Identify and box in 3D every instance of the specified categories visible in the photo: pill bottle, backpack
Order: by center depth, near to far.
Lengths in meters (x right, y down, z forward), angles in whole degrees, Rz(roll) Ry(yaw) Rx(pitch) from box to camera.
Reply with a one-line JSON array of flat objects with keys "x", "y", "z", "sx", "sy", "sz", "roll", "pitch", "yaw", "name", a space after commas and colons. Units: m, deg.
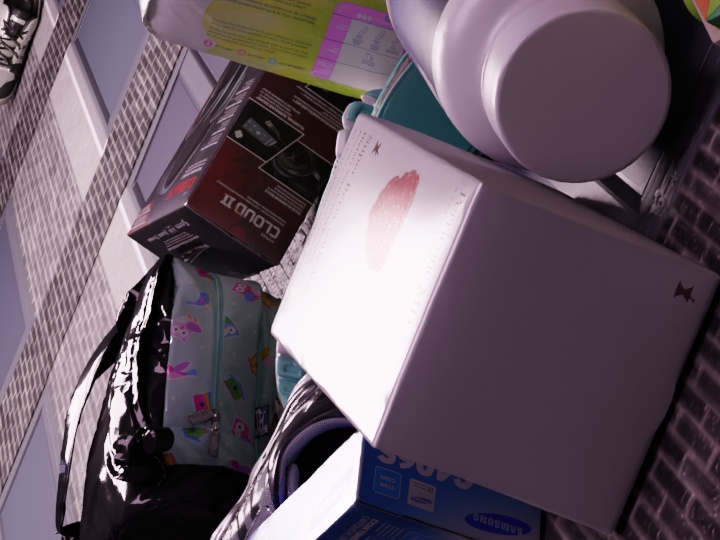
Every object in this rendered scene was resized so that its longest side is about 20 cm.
[{"x": 0.082, "y": -0.114, "z": 1.052, "sx": 0.112, "sy": 0.111, "sz": 0.200, "roll": -65, "pitch": 19, "yaw": 17, "name": "pill bottle"}, {"x": -0.107, "y": 0.095, "z": 1.366, "sx": 0.167, "sy": 0.126, "sz": 0.201, "roll": -45, "pitch": 32, "yaw": 47, "name": "backpack"}]

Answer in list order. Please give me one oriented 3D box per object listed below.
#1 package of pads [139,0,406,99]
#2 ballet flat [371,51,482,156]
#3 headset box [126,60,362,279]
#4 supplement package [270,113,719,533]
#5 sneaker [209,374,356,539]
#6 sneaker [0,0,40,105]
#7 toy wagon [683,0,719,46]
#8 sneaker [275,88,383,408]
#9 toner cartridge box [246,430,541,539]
[{"x": -0.038, "y": -0.166, "z": 1.314, "sx": 0.155, "sy": 0.199, "sz": 0.069, "roll": -109, "pitch": 36, "yaw": -63, "name": "package of pads"}, {"x": 0.059, "y": -0.122, "z": 1.223, "sx": 0.070, "sy": 0.067, "sz": 0.201, "roll": -61, "pitch": -4, "yaw": -80, "name": "ballet flat"}, {"x": -0.069, "y": -0.079, "z": 1.455, "sx": 0.201, "sy": 0.077, "sz": 0.149, "roll": -60, "pitch": 14, "yaw": -16, "name": "headset box"}, {"x": 0.053, "y": 0.016, "z": 0.984, "sx": 0.122, "sy": 0.119, "sz": 0.200, "roll": -67, "pitch": 18, "yaw": 5, "name": "supplement package"}, {"x": -0.037, "y": 0.142, "z": 1.157, "sx": 0.114, "sy": 0.075, "sz": 0.201, "roll": -148, "pitch": 82, "yaw": -86, "name": "sneaker"}, {"x": -0.492, "y": -0.323, "z": 3.031, "sx": 0.088, "sy": 0.075, "sz": 0.201, "roll": -47, "pitch": 30, "yaw": 52, "name": "sneaker"}, {"x": 0.183, "y": -0.148, "z": 0.904, "sx": 0.155, "sy": 0.039, "sz": 0.201, "roll": -25, "pitch": 47, "yaw": 66, "name": "toy wagon"}, {"x": 0.000, "y": 0.000, "z": 1.269, "sx": 0.091, "sy": 0.077, "sz": 0.201, "roll": 115, "pitch": 174, "yaw": -74, "name": "sneaker"}, {"x": -0.002, "y": 0.146, "z": 1.050, "sx": 0.200, "sy": 0.095, "sz": 0.043, "roll": 131, "pitch": 152, "yaw": -50, "name": "toner cartridge box"}]
